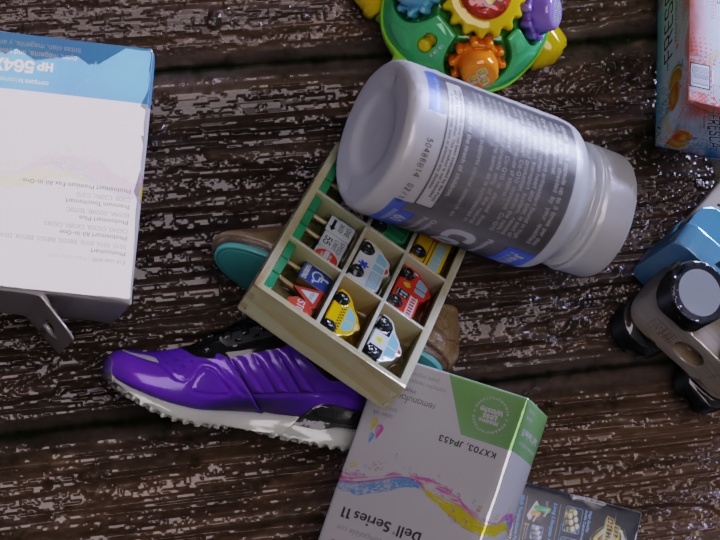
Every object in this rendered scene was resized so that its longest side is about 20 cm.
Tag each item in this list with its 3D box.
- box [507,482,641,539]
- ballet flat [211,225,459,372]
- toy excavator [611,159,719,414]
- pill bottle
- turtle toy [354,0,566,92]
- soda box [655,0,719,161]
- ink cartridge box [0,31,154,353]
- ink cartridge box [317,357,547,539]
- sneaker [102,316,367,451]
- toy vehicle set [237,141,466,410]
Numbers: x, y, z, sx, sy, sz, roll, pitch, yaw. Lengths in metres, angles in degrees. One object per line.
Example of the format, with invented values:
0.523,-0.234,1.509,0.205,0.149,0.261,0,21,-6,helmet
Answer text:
0.106,0.253,1.603,0.158,0.046,0.202,14,79,-9,box
-0.012,0.007,1.608,0.199,0.068,0.073,28,57,-8,ballet flat
0.268,-0.024,1.664,0.194,0.100,0.200,42,62,-3,toy excavator
0.093,-0.068,1.595,0.199,0.114,0.115,18,78,-25,pill bottle
0.098,-0.209,1.637,0.200,0.101,0.146,-41,92,-14,turtle toy
0.262,-0.184,1.656,0.063,0.068,0.201,12,60,-11,soda box
-0.218,-0.049,1.532,0.124,0.129,0.202,7,80,-11,ink cartridge box
0.042,0.173,1.547,0.116,0.067,0.201,16,81,19,ink cartridge box
-0.082,0.062,1.569,0.199,0.070,0.100,12,93,-19,sneaker
0.000,0.000,1.561,0.124,0.027,0.200,34,36,-5,toy vehicle set
